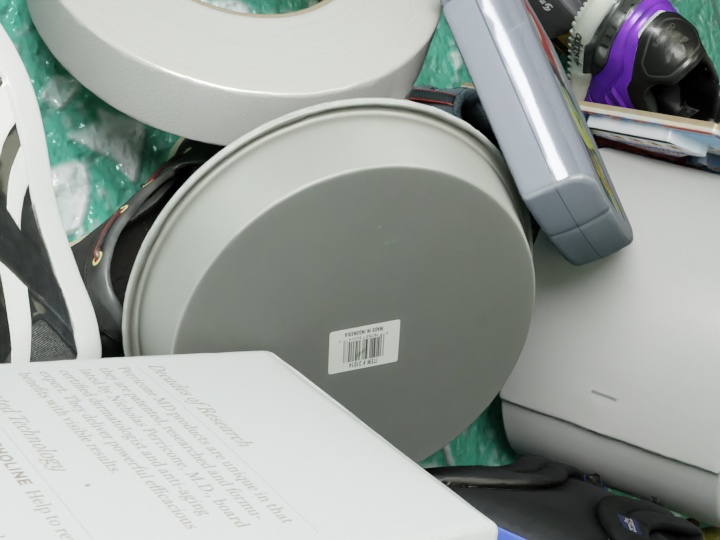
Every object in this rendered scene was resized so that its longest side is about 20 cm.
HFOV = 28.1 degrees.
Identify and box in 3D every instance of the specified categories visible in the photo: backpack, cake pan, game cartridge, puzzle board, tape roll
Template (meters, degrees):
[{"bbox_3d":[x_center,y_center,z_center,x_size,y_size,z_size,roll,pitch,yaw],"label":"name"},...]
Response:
[{"bbox_3d":[0.092,0.187,0.771,0.199,0.162,0.169,1,112,-62],"label":"backpack"},{"bbox_3d":[-0.006,0.022,0.643,0.200,0.200,0.037,36,13,-37],"label":"cake pan"},{"bbox_3d":[0.093,-0.070,0.717,0.200,0.041,0.134,17,54,-74],"label":"game cartridge"},{"bbox_3d":[0.178,-0.079,0.906,0.150,0.199,0.018,16,90,-44],"label":"puzzle board"},{"bbox_3d":[-0.058,-0.142,0.679,0.201,0.037,0.204,8,50,-10],"label":"tape roll"},{"bbox_3d":[0.188,0.039,0.874,0.202,0.138,0.205,-39,138,-47],"label":"tape roll"}]

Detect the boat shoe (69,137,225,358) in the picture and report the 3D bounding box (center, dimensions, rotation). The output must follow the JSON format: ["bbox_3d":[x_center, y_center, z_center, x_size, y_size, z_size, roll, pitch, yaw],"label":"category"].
[{"bbox_3d":[-0.075,-0.025,0.707,0.201,0.063,0.074,-45,113,-45],"label":"boat shoe"}]

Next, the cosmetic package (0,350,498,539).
[{"bbox_3d":[-0.088,0.139,0.515,0.198,0.166,0.169,-1,110,-37],"label":"cosmetic package"}]

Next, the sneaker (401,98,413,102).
[{"bbox_3d":[-0.001,-0.001,0.746,0.077,0.200,0.111,43,76,12],"label":"sneaker"}]

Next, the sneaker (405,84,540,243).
[{"bbox_3d":[0.085,-0.039,0.861,0.200,0.095,0.080,36,56,-37],"label":"sneaker"}]

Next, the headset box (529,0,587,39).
[{"bbox_3d":[0.091,-0.252,0.930,0.148,0.075,0.202,38,56,-37],"label":"headset box"}]

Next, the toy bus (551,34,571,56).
[{"bbox_3d":[0.180,-0.247,1.026,0.065,0.078,0.202,33,59,-39],"label":"toy bus"}]

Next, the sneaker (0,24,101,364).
[{"bbox_3d":[-0.181,-0.024,0.577,0.112,0.073,0.202,-33,107,-48],"label":"sneaker"}]

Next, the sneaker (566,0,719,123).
[{"bbox_3d":[0.191,-0.114,0.944,0.070,0.099,0.200,-47,161,-4],"label":"sneaker"}]

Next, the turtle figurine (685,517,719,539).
[{"bbox_3d":[0.203,0.192,0.881,0.065,0.160,0.200,58,29,-7],"label":"turtle figurine"}]
